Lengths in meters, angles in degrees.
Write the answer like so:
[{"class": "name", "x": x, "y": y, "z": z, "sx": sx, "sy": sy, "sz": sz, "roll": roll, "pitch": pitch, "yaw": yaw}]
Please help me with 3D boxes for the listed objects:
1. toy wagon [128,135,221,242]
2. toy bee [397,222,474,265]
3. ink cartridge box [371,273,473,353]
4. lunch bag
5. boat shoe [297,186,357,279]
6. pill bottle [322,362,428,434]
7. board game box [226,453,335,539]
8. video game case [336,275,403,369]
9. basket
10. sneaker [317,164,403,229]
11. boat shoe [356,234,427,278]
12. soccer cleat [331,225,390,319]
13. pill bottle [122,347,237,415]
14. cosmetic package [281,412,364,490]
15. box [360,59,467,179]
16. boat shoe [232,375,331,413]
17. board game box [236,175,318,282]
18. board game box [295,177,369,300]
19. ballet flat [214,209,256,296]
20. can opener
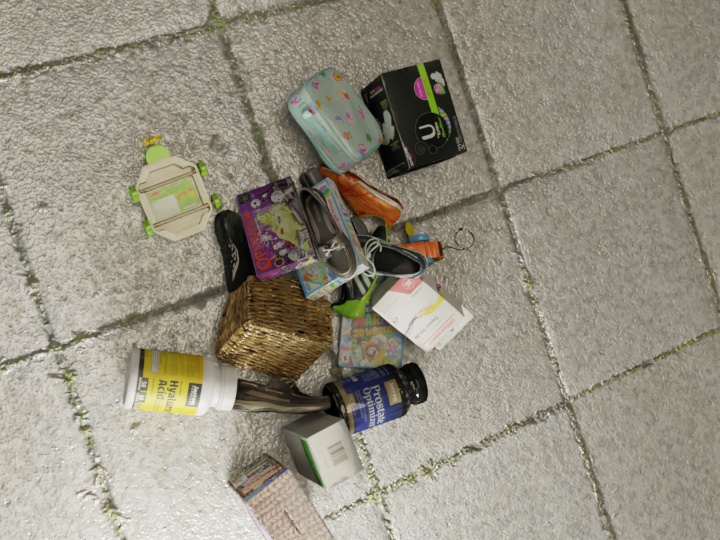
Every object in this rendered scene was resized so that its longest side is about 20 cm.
[{"class": "toy wagon", "x": -0.366, "y": -0.161, "z": 1.546, "sx": 0.154, "sy": 0.040, "sz": 0.202, "roll": -23, "pitch": 93, "yaw": -20}, {"class": "toy bee", "x": 0.134, "y": -0.029, "z": 1.691, "sx": 0.197, "sy": 0.109, "sz": 0.133, "roll": 11, "pitch": 82, "yaw": 9}, {"class": "ink cartridge box", "x": 0.132, "y": 0.084, "z": 1.646, "sx": 0.199, "sy": 0.068, "sz": 0.117, "roll": 39, "pitch": 108, "yaw": -16}, {"class": "lunch bag", "x": -0.055, "y": -0.304, "z": 1.616, "sx": 0.201, "sy": 0.077, "sz": 0.160, "roll": 53, "pitch": 41, "yaw": -8}, {"class": "boat shoe", "x": -0.069, "y": -0.072, "z": 1.508, "sx": 0.067, "sy": 0.057, "sz": 0.202, "roll": -34, "pitch": 64, "yaw": 17}, {"class": "pill bottle", "x": 0.031, "y": 0.255, "z": 1.618, "sx": 0.198, "sy": 0.112, "sz": 0.113, "roll": -16, "pitch": 91, "yaw": -19}, {"class": "board game box", "x": -0.153, "y": 0.446, "z": 1.491, "sx": 0.096, "sy": 0.200, "sz": 0.161, "roll": -34, "pitch": 98, "yaw": -18}, {"class": "video game case", "x": 0.026, "y": 0.104, "z": 1.677, "sx": 0.141, "sy": 0.018, "sz": 0.203, "roll": 6, "pitch": 84, "yaw": -18}, {"class": "basket", "x": -0.171, "y": 0.106, "z": 1.563, "sx": 0.198, "sy": 0.149, "sz": 0.144, "roll": 17, "pitch": 47, "yaw": -30}, {"class": "sneaker", "x": -0.007, "y": -0.153, "z": 1.658, "sx": 0.199, "sy": 0.073, "sz": 0.078, "roll": 32, "pitch": 102, "yaw": -5}, {"class": "boat shoe", "x": 0.032, "y": -0.024, "z": 1.557, "sx": 0.198, "sy": 0.062, "sz": 0.076, "roll": 17, "pitch": 95, "yaw": 12}, {"class": "soccer cleat", "x": 0.000, "y": 0.000, "z": 1.619, "sx": 0.080, "sy": 0.068, "sz": 0.202, "roll": 19, "pitch": 93, "yaw": -13}, {"class": "pill bottle", "x": -0.335, "y": 0.210, "z": 1.491, "sx": 0.197, "sy": 0.111, "sz": 0.113, "roll": 8, "pitch": 83, "yaw": -19}, {"class": "cosmetic package", "x": -0.075, "y": 0.339, "z": 1.527, "sx": 0.084, "sy": 0.200, "sz": 0.109, "roll": -23, "pitch": 91, "yaw": -21}, {"class": "box", "x": 0.111, "y": -0.317, "z": 1.683, "sx": 0.147, "sy": 0.124, "sz": 0.203, "roll": -19, "pitch": 93, "yaw": -21}, {"class": "boat shoe", "x": -0.155, "y": 0.239, "z": 1.551, "sx": 0.197, "sy": 0.075, "sz": 0.074, "roll": 2, "pitch": 79, "yaw": 0}, {"class": "board game box", "x": -0.163, "y": -0.083, "z": 1.545, "sx": 0.119, "sy": 0.032, "sz": 0.202, "roll": -22, "pitch": 58, "yaw": 3}, {"class": "board game box", "x": -0.078, "y": -0.062, "z": 1.563, "sx": 0.133, "sy": 0.034, "sz": 0.202, "roll": -30, "pitch": 66, "yaw": 18}, {"class": "ballet flat", "x": -0.245, "y": -0.021, "z": 1.581, "sx": 0.066, "sy": 0.057, "sz": 0.203, "roll": -12, "pitch": 96, "yaw": -34}, {"class": "can opener", "x": -0.049, "y": -0.124, "z": 1.652, "sx": 0.067, "sy": 0.053, "sz": 0.202, "roll": -33, "pitch": 97, "yaw": -32}]
